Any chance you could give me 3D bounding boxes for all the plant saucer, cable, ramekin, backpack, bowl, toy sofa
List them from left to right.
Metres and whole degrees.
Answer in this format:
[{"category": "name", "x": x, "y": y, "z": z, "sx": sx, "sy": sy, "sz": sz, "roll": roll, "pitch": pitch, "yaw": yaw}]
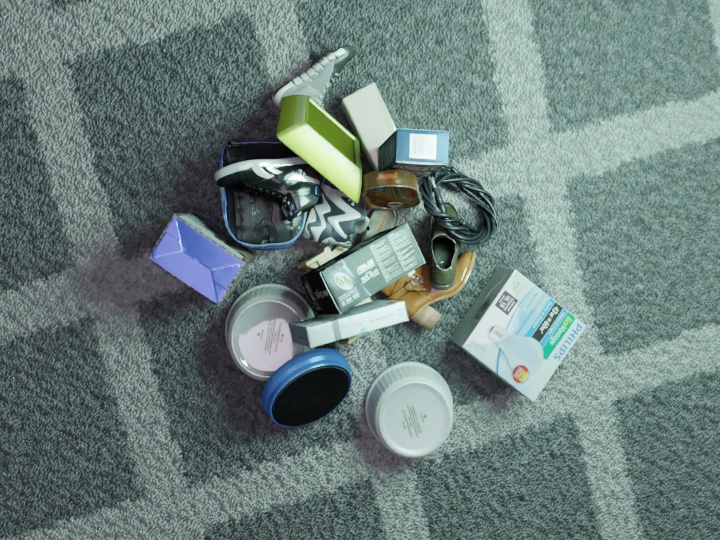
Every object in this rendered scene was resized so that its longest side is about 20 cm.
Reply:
[{"category": "backpack", "x": -0.190, "y": -0.144, "z": 1.267, "sx": 0.177, "sy": 0.147, "sz": 0.206, "roll": -1, "pitch": 84, "yaw": -10}, {"category": "ramekin", "x": -0.188, "y": 0.134, "z": 1.313, "sx": 0.196, "sy": 0.094, "sz": 0.209, "roll": 0, "pitch": 95, "yaw": -4}, {"category": "bowl", "x": -0.106, "y": 0.247, "z": 1.301, "sx": 0.196, "sy": 0.040, "sz": 0.204, "roll": -20, "pitch": 138, "yaw": -18}, {"category": "plant saucer", "x": -0.065, "y": -0.249, "z": 1.205, "sx": 0.198, "sy": 0.202, "sz": 0.048, "roll": 37, "pitch": 115, "yaw": -24}, {"category": "toy sofa", "x": -0.042, "y": 0.047, "z": 1.330, "sx": 0.096, "sy": 0.083, "sz": 0.203, "roll": -31, "pitch": 97, "yaw": -19}, {"category": "ramekin", "x": 0.111, "y": 0.306, "z": 1.359, "sx": 0.196, "sy": 0.094, "sz": 0.209, "roll": 0, "pitch": 95, "yaw": -5}, {"category": "cable", "x": 0.212, "y": -0.132, "z": 1.312, "sx": 0.199, "sy": 0.165, "sz": 0.051, "roll": 39, "pitch": 135, "yaw": -13}]

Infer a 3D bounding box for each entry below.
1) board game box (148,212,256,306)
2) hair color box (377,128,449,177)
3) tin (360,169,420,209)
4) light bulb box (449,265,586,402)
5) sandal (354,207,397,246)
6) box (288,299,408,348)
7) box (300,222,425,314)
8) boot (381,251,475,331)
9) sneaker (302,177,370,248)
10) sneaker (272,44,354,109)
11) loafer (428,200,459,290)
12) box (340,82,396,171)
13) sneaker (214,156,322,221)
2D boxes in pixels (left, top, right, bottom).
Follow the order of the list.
[{"category": "board game box", "x": -0.304, "y": -0.028, "z": 1.244, "sx": 0.158, "sy": 0.200, "sz": 0.098, "roll": 34, "pitch": 93, "yaw": -6}, {"category": "hair color box", "x": 0.095, "y": -0.218, "z": 1.192, "sx": 0.097, "sy": 0.200, "sz": 0.062, "roll": 2, "pitch": 92, "yaw": -7}, {"category": "tin", "x": 0.061, "y": -0.157, "z": 1.241, "sx": 0.109, "sy": 0.200, "sz": 0.043, "roll": 1, "pitch": 83, "yaw": 8}, {"category": "light bulb box", "x": 0.332, "y": 0.132, "z": 1.347, "sx": 0.198, "sy": 0.125, "sz": 0.200, "roll": 35, "pitch": 91, "yaw": -6}, {"category": "sandal", "x": 0.029, "y": -0.047, "z": 1.342, "sx": 0.080, "sy": 0.055, "sz": 0.204, "roll": 24, "pitch": 92, "yaw": -7}, {"category": "box", "x": -0.026, "y": 0.099, "z": 1.207, "sx": 0.195, "sy": 0.155, "sz": 0.042, "roll": -15, "pitch": 93, "yaw": -19}, {"category": "box", "x": 0.000, "y": 0.000, "z": 1.218, "sx": 0.197, "sy": 0.163, "sz": 0.088, "roll": -30, "pitch": 96, "yaw": -18}, {"category": "boot", "x": 0.142, "y": 0.007, "z": 1.351, "sx": 0.153, "sy": 0.074, "sz": 0.202, "roll": 36, "pitch": 86, "yaw": 0}, {"category": "sneaker", "x": -0.029, "y": -0.136, "z": 1.299, "sx": 0.127, "sy": 0.080, "sz": 0.203, "roll": 22, "pitch": 62, "yaw": -6}, {"category": "sneaker", "x": -0.076, "y": -0.366, "z": 1.306, "sx": 0.197, "sy": 0.075, "sz": 0.117, "roll": -32, "pitch": 101, "yaw": 9}, {"category": "loafer", "x": 0.179, "y": -0.063, "z": 1.312, "sx": 0.073, "sy": 0.070, "sz": 0.205, "roll": 3, "pitch": 63, "yaw": 1}, {"category": "box", "x": 0.036, "y": -0.277, "z": 1.317, "sx": 0.081, "sy": 0.068, "sz": 0.204, "roll": -26, "pitch": 96, "yaw": -3}, {"category": "sneaker", "x": -0.163, "y": -0.143, "z": 1.160, "sx": 0.194, "sy": 0.073, "sz": 0.115, "roll": -10, "pitch": 87, "yaw": -15}]
